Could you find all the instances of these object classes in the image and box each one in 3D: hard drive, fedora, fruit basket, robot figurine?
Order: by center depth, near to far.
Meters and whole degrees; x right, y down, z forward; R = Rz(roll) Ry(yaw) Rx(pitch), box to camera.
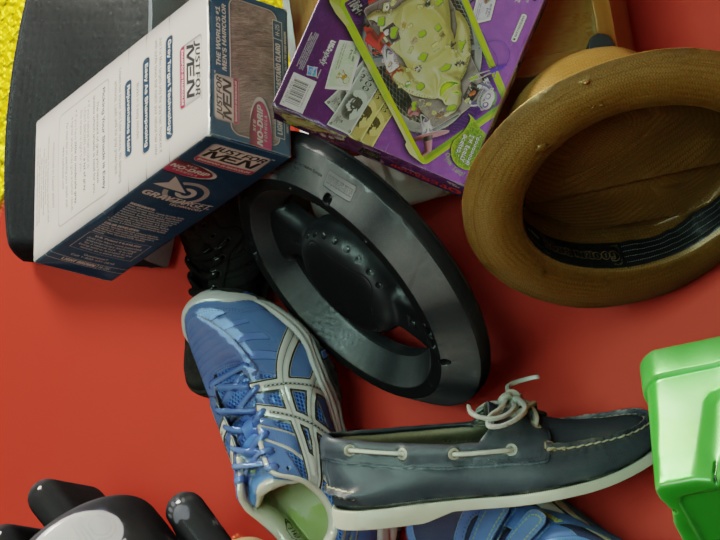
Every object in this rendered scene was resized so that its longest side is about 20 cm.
[{"bbox_3d":[0.261,0.062,1.525,0.215,0.156,0.216,-23,31,14],"label":"fruit basket"},{"bbox_3d":[0.147,-0.069,1.577,0.200,0.200,0.082,-41,42,20],"label":"fedora"},{"bbox_3d":[-0.147,0.222,1.738,0.200,0.124,0.151,49,143,26],"label":"robot figurine"},{"bbox_3d":[-0.175,-0.105,1.841,0.134,0.042,0.202,3,85,31],"label":"hard drive"}]

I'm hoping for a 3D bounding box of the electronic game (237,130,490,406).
[{"bbox_3d":[0.000,0.000,1.652,0.200,0.201,0.042,33,63,30],"label":"electronic game"}]

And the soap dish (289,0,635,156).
[{"bbox_3d":[0.059,-0.157,1.637,0.199,0.081,0.158,-8,75,-2],"label":"soap dish"}]

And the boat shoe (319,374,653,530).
[{"bbox_3d":[0.075,0.101,1.611,0.199,0.075,0.062,-11,99,4],"label":"boat shoe"}]

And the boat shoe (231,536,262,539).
[{"bbox_3d":[-0.031,0.249,1.656,0.201,0.071,0.064,56,153,-3],"label":"boat shoe"}]

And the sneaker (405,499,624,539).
[{"bbox_3d":[0.101,0.167,1.617,0.199,0.082,0.074,18,94,35],"label":"sneaker"}]

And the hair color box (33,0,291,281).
[{"bbox_3d":[-0.120,-0.078,1.661,0.200,0.060,0.101,-32,53,47],"label":"hair color box"}]

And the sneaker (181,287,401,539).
[{"bbox_3d":[-0.048,0.098,1.691,0.076,0.077,0.201,-37,82,29],"label":"sneaker"}]

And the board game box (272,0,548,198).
[{"bbox_3d":[0.043,-0.154,1.580,0.119,0.032,0.201,22,76,9],"label":"board game box"}]

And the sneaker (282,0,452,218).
[{"bbox_3d":[0.017,-0.130,1.723,0.115,0.074,0.201,-13,73,14],"label":"sneaker"}]

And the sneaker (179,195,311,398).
[{"bbox_3d":[-0.093,-0.024,1.741,0.060,0.104,0.201,26,95,45],"label":"sneaker"}]
